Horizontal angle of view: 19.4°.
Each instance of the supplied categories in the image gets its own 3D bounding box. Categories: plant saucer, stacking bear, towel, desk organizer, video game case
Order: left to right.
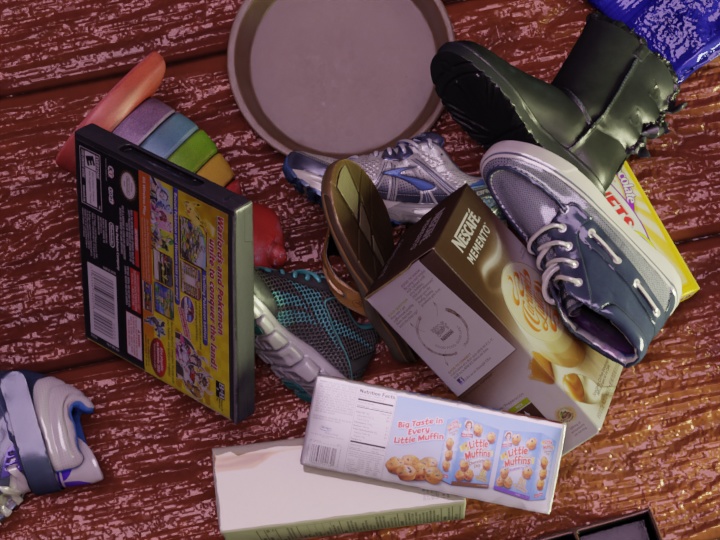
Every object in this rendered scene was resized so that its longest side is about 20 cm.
[{"bbox_3d":[-0.156,0.002,1.683,0.180,0.201,0.025,26,40,33],"label":"video game case"},{"bbox_3d":[-0.147,-0.063,1.758,0.200,0.121,0.114,42,38,-2],"label":"stacking bear"},{"bbox_3d":[-0.016,-0.182,1.818,0.199,0.029,0.201,0,78,1],"label":"plant saucer"},{"bbox_3d":[0.151,0.248,1.694,0.199,0.077,0.072,-15,78,-1],"label":"desk organizer"},{"bbox_3d":[0.259,-0.272,1.817,0.147,0.050,0.200,-38,79,-7],"label":"towel"}]

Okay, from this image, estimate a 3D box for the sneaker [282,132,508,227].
[{"bbox_3d":[0.033,-0.077,1.763,0.199,0.077,0.086,15,85,-12],"label":"sneaker"}]

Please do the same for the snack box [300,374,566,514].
[{"bbox_3d":[0.057,0.135,1.637,0.199,0.024,0.072,11,90,6],"label":"snack box"}]

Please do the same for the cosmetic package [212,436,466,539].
[{"bbox_3d":[-0.016,0.173,1.704,0.199,0.105,0.072,-7,76,-1],"label":"cosmetic package"}]

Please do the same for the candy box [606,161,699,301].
[{"bbox_3d":[0.195,-0.050,1.765,0.102,0.026,0.201,-22,77,-31],"label":"candy box"}]

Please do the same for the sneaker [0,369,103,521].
[{"bbox_3d":[-0.288,0.179,1.723,0.146,0.081,0.201,9,73,8],"label":"sneaker"}]

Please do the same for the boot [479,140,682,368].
[{"bbox_3d":[0.166,-0.015,1.675,0.200,0.073,0.090,38,47,-2],"label":"boot"}]

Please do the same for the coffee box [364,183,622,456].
[{"bbox_3d":[0.111,0.047,1.681,0.200,0.114,0.080,46,123,-11],"label":"coffee box"}]

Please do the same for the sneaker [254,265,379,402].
[{"bbox_3d":[-0.059,0.027,1.725,0.200,0.077,0.091,47,66,-31],"label":"sneaker"}]

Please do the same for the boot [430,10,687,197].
[{"bbox_3d":[0.168,-0.154,1.744,0.198,0.073,0.163,43,59,-7],"label":"boot"}]

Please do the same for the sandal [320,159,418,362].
[{"bbox_3d":[0.000,0.000,1.712,0.054,0.201,0.081,-5,43,21],"label":"sandal"}]
